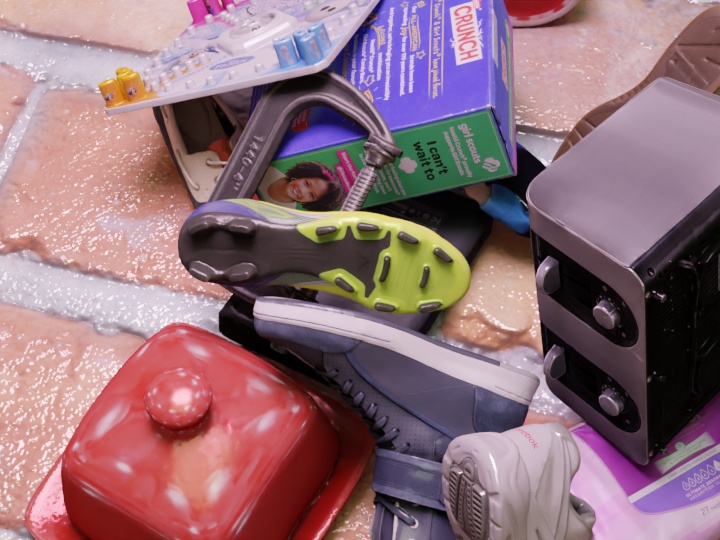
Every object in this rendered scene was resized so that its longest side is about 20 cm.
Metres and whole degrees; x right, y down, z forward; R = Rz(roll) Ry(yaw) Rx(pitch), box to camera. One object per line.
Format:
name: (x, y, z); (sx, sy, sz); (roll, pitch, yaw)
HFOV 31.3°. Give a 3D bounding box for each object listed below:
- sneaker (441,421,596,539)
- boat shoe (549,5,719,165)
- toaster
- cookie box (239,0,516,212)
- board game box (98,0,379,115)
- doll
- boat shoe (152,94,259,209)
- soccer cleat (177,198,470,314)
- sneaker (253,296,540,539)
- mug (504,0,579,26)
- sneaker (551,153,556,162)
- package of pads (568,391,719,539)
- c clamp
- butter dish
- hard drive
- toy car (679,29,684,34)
sneaker: (0.105, 0.182, 0.797); (0.098, 0.202, 0.078); (-14, 34, -25)
boat shoe: (0.218, -0.104, 0.936); (0.200, 0.065, 0.073); (-47, 55, 26)
toaster: (0.203, -0.009, 0.836); (0.199, 0.182, 0.118); (-38, 49, -23)
cookie box: (0.018, -0.136, 0.997); (0.197, 0.076, 0.173); (-12, 47, 19)
board game box: (-0.084, -0.194, 1.016); (0.197, 0.026, 0.201); (-8, 31, 27)
doll: (0.122, -0.075, 1.028); (0.135, 0.049, 0.200); (-8, 46, -42)
boat shoe: (-0.116, -0.093, 1.056); (0.070, 0.063, 0.201); (-24, 60, -15)
soccer cleat: (-0.023, -0.016, 0.859); (0.197, 0.066, 0.084); (7, 16, 6)
sneaker: (0.007, 0.106, 0.835); (0.200, 0.077, 0.148); (21, 87, -12)
mug: (0.132, -0.325, 1.181); (0.132, 0.177, 0.203); (21, 54, -33)
sneaker: (0.240, -0.101, 1.052); (0.199, 0.076, 0.092); (-38, 93, -32)
package of pads: (0.207, 0.143, 0.878); (0.198, 0.076, 0.121); (-27, 59, -15)
c clamp: (-0.033, -0.037, 0.916); (0.169, 0.027, 0.202); (24, 94, 25)
butter dish: (-0.114, 0.117, 0.867); (0.198, 0.149, 0.201); (27, 61, 18)
hard drive: (0.000, 0.000, 0.988); (0.138, 0.033, 0.201); (23, 51, 16)
toy car: (0.342, -0.124, 0.975); (0.173, 0.150, 0.202); (14, 55, -27)
